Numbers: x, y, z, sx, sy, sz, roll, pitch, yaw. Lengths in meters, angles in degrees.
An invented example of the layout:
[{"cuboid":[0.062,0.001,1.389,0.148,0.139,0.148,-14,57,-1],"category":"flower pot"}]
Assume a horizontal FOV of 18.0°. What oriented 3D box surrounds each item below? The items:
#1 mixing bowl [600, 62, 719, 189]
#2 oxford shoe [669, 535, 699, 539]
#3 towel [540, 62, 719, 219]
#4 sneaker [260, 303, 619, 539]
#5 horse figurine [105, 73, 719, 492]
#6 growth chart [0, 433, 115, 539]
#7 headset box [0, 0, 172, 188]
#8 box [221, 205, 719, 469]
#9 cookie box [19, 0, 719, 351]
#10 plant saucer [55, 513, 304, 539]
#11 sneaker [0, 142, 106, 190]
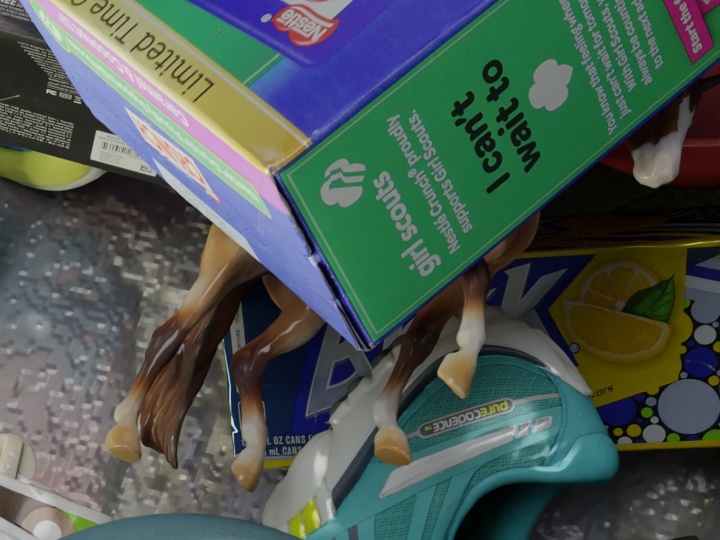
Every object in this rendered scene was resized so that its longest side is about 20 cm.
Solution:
[{"cuboid":[0.118,-0.103,0.742,0.199,0.108,0.201,-6,62,11],"category":"mixing bowl"},{"cuboid":[0.043,0.161,0.697,0.200,0.071,0.071,-42,93,-15],"category":"oxford shoe"},{"cuboid":[0.108,-0.087,0.820,0.199,0.037,0.149,-30,61,-3],"category":"towel"},{"cuboid":[-0.001,0.103,0.684,0.080,0.077,0.200,45,106,29],"category":"sneaker"},{"cuboid":[0.000,0.000,0.656,0.199,0.050,0.133,-17,40,43],"category":"horse figurine"},{"cuboid":[-0.146,0.111,0.735,0.200,0.018,0.145,36,70,0],"category":"growth chart"},{"cuboid":[-0.056,-0.133,0.778,0.148,0.075,0.201,15,62,-6],"category":"headset box"},{"cuboid":[0.057,0.020,0.743,0.199,0.064,0.070,-4,101,8],"category":"box"},{"cuboid":[0.021,-0.097,0.629,0.200,0.075,0.171,-40,42,-10],"category":"cookie box"},{"cuboid":[-0.034,0.160,0.588,0.199,0.027,0.201,10,70,-29],"category":"plant saucer"},{"cuboid":[-0.175,-0.102,0.843,0.199,0.105,0.076,20,67,19],"category":"sneaker"}]
